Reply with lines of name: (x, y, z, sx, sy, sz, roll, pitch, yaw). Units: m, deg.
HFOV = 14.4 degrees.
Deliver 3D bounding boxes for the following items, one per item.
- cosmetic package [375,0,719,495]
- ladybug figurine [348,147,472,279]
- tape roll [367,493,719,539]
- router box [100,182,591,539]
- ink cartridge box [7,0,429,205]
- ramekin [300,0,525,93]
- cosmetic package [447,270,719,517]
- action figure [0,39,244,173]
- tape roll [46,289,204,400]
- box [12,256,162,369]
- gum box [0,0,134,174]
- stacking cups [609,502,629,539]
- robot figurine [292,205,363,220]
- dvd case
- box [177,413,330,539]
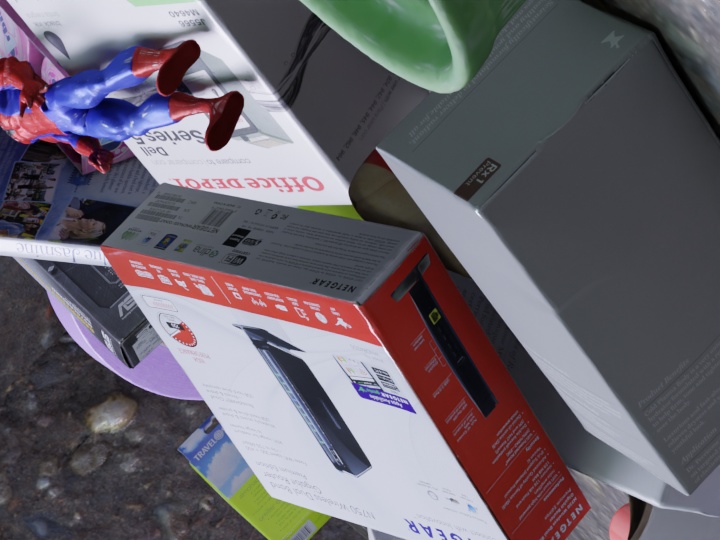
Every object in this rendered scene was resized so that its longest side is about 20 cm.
cosmetic package: (0.107, -0.011, 1.199, 0.090, 0.107, 0.200, 32, 163, 54)
ladybug figurine: (0.065, -0.033, 1.329, 0.136, 0.072, 0.200, 20, -176, -9)
tape roll: (0.101, 0.123, 1.546, 0.203, 0.203, 0.139, 44, 172, 10)
router box: (-0.008, 0.050, 1.353, 0.200, 0.049, 0.180, 11, 141, 50)
ink cartridge box: (-0.081, -0.126, 1.483, 0.145, 0.084, 0.200, 1, 140, 44)
ramekin: (-0.001, -0.167, 1.000, 0.200, 0.098, 0.200, 45, 171, 9)
cosmetic package: (0.102, 0.052, 1.391, 0.200, 0.071, 0.101, 23, -174, 35)
action figure: (-0.146, -0.084, 1.479, 0.200, 0.052, 0.065, 1, 145, 50)
tape roll: (-0.111, -0.017, 1.908, 0.200, 0.200, 0.066, 48, 171, -19)
box: (-0.125, -0.063, 1.759, 0.158, 0.200, 0.048, 42, 168, 20)
gum box: (-0.164, -0.152, 1.707, 0.200, 0.113, 0.066, 46, 148, 40)
stacking cups: (0.217, 0.200, 1.829, 0.061, 0.061, 0.200, 50, 171, -28)
robot figurine: (0.000, 0.000, 1.617, 0.116, 0.176, 0.200, 8, 137, -3)
dvd case: (-0.150, -0.054, 1.658, 0.200, 0.143, 0.018, 6, 130, 9)
box: (-0.111, 0.236, 3.396, 0.200, 0.122, 0.048, 40, 172, 35)
